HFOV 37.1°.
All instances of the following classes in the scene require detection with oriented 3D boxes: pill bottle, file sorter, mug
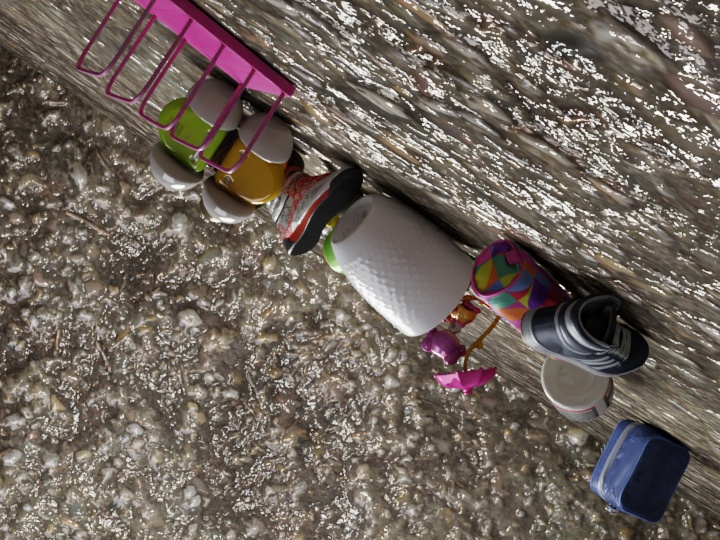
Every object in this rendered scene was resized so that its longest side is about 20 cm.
[{"bbox_3d":[0.367,0.192,1.793,0.110,0.112,0.200,30,175,22],"label":"pill bottle"},{"bbox_3d":[-0.206,-0.221,1.228,0.199,0.126,0.139,35,175,-32],"label":"file sorter"},{"bbox_3d":[0.049,-0.032,1.536,0.175,0.147,0.201,41,-157,-22],"label":"mug"}]

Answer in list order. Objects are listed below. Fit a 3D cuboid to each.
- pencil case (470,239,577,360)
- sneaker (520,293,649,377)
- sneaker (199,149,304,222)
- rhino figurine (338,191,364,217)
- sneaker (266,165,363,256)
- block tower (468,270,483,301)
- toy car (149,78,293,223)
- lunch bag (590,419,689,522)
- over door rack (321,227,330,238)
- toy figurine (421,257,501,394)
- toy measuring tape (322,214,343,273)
[{"bbox_3d":[0.222,0.039,1.353,0.199,0.089,0.088,34,176,-40],"label":"pencil case"},{"bbox_3d":[0.300,0.079,1.287,0.198,0.071,0.108,14,159,-30],"label":"sneaker"},{"bbox_3d":[-0.175,-0.115,1.657,0.067,0.199,0.090,53,143,3],"label":"sneaker"},{"bbox_3d":[0.007,-0.081,1.668,0.199,0.060,0.087,32,-164,1],"label":"rhino figurine"},{"bbox_3d":[-0.075,-0.118,1.552,0.067,0.202,0.109,-12,-115,-37],"label":"sneaker"},{"bbox_3d":[0.244,0.052,1.504,0.199,0.054,0.058,32,177,23],"label":"block tower"},{"bbox_3d":[-0.191,-0.185,1.531,0.199,0.175,0.151,32,-147,-13],"label":"toy car"},{"bbox_3d":[0.585,0.429,2.281,0.135,0.202,0.132,28,180,-24],"label":"lunch bag"},{"bbox_3d":[-0.005,-0.053,1.815,0.147,0.067,0.200,35,-172,-20],"label":"over door rack"},{"bbox_3d":[0.162,0.088,1.626,0.199,0.185,0.150,32,176,16],"label":"toy figurine"},{"bbox_3d":[0.000,0.000,1.606,0.201,0.073,0.074,56,172,-8],"label":"toy measuring tape"}]
